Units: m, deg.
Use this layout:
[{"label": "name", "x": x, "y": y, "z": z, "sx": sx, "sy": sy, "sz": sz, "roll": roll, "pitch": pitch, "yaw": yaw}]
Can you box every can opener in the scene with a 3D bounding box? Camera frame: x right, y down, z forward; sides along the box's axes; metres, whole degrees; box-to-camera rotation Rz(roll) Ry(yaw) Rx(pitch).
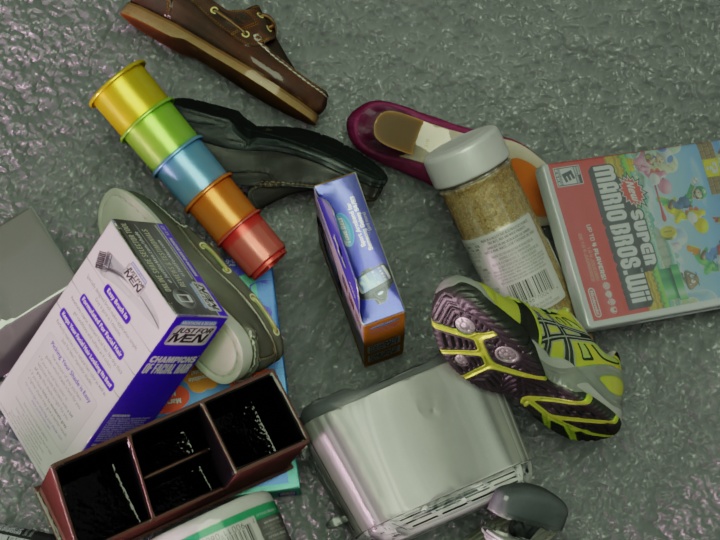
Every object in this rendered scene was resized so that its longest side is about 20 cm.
[{"label": "can opener", "x": 0.187, "y": 0.220, "z": 1.641, "sx": 0.199, "sy": 0.053, "sz": 0.067, "roll": 18, "pitch": 93, "yaw": -24}]

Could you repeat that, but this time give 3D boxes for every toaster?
[{"label": "toaster", "x": 0.052, "y": 0.140, "z": 1.672, "sx": 0.199, "sy": 0.114, "sz": 0.130, "roll": -22, "pitch": 82, "yaw": -13}]

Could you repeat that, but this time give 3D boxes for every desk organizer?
[{"label": "desk organizer", "x": -0.145, "y": 0.152, "z": 1.608, "sx": 0.199, "sy": 0.077, "sz": 0.072, "roll": -23, "pitch": 78, "yaw": -22}]

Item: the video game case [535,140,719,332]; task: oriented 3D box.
[{"label": "video game case", "x": 0.252, "y": -0.032, "z": 1.728, "sx": 0.199, "sy": 0.017, "sz": 0.144, "roll": -9, "pitch": 76, "yaw": -25}]

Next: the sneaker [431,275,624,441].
[{"label": "sneaker", "x": 0.131, "y": 0.058, "z": 1.632, "sx": 0.200, "sy": 0.075, "sz": 0.077, "roll": 39, "pitch": 48, "yaw": -30}]

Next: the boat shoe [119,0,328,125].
[{"label": "boat shoe", "x": -0.108, "y": -0.199, "z": 1.769, "sx": 0.200, "sy": 0.070, "sz": 0.070, "roll": 33, "pitch": 82, "yaw": 6}]

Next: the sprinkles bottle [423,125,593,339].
[{"label": "sprinkles bottle", "x": 0.122, "y": -0.017, "z": 1.698, "sx": 0.068, "sy": 0.068, "sz": 0.201, "roll": -27, "pitch": 100, "yaw": -7}]

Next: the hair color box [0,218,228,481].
[{"label": "hair color box", "x": -0.200, "y": 0.069, "z": 1.641, "sx": 0.200, "sy": 0.065, "sz": 0.109, "roll": -54, "pitch": 56, "yaw": 26}]

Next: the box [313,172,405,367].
[{"label": "box", "x": 0.000, "y": 0.000, "z": 1.657, "sx": 0.041, "sy": 0.200, "sz": 0.119, "roll": -19, "pitch": 78, "yaw": -6}]

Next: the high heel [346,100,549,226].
[{"label": "high heel", "x": 0.082, "y": -0.090, "z": 1.768, "sx": 0.199, "sy": 0.096, "sz": 0.068, "roll": 18, "pitch": 91, "yaw": -17}]

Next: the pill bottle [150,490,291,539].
[{"label": "pill bottle", "x": -0.083, "y": 0.285, "z": 1.629, "sx": 0.113, "sy": 0.113, "sz": 0.201, "roll": -23, "pitch": 83, "yaw": -6}]

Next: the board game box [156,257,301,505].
[{"label": "board game box", "x": -0.135, "y": 0.095, "z": 1.711, "sx": 0.151, "sy": 0.045, "sz": 0.201, "roll": -8, "pitch": 77, "yaw": -3}]

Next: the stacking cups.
[{"label": "stacking cups", "x": -0.137, "y": -0.080, "z": 1.704, "sx": 0.060, "sy": 0.061, "sz": 0.200, "roll": -41, "pitch": 90, "yaw": -10}]

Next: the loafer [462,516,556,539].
[{"label": "loafer", "x": 0.085, "y": 0.264, "z": 1.668, "sx": 0.200, "sy": 0.070, "sz": 0.070, "roll": -38, "pitch": 96, "yaw": -9}]

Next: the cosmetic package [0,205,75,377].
[{"label": "cosmetic package", "x": -0.322, "y": 0.044, "z": 1.687, "sx": 0.200, "sy": 0.107, "sz": 0.090, "roll": -34, "pitch": 74, "yaw": -11}]

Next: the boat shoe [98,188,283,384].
[{"label": "boat shoe", "x": -0.139, "y": 0.009, "z": 1.679, "sx": 0.060, "sy": 0.072, "sz": 0.202, "roll": -14, "pitch": 55, "yaw": -46}]

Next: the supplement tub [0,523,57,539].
[{"label": "supplement tub", "x": -0.273, "y": 0.257, "z": 1.639, "sx": 0.199, "sy": 0.107, "sz": 0.107, "roll": 12, "pitch": 76, "yaw": 3}]

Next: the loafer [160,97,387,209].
[{"label": "loafer", "x": -0.076, "y": -0.086, "z": 1.750, "sx": 0.199, "sy": 0.073, "sz": 0.073, "roll": 17, "pitch": 104, "yaw": 10}]
